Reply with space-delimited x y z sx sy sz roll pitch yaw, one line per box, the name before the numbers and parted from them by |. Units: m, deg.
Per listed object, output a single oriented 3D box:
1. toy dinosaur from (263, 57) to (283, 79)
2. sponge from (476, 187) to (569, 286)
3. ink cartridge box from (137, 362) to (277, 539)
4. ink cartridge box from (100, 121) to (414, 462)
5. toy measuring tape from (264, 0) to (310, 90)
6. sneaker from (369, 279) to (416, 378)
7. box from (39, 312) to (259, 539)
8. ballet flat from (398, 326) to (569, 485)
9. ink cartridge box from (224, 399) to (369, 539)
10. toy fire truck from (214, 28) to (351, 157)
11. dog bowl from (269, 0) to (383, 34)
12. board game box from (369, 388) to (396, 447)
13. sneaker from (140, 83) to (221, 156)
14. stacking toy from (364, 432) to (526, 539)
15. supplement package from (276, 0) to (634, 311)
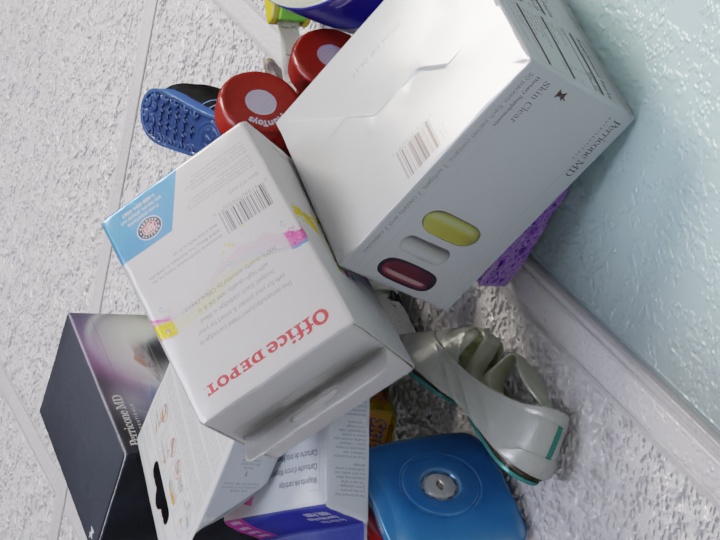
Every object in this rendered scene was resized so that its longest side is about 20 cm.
toy dinosaur | -0.067 -0.090 1.896 0.106 0.060 0.202 144 134 -73
sponge | 0.091 -0.100 1.588 0.112 0.030 0.201 -61 37 42
ink cartridge box | -0.113 0.120 1.654 0.163 0.057 0.201 -108 29 -44
ink cartridge box | -0.065 0.027 1.483 0.128 0.125 0.201 -33 65 10
toy measuring tape | -0.052 -0.233 1.843 0.074 0.073 0.202 -41 53 56
sneaker | 0.000 0.000 1.709 0.199 0.079 0.131 -125 35 -65
box | -0.156 0.142 1.885 0.200 0.197 0.124 59 139 47
ballet flat | 0.091 0.081 1.553 0.200 0.069 0.070 44 127 51
ink cartridge box | -0.050 0.139 1.610 0.196 0.043 0.202 157 118 -62
toy fire truck | -0.022 -0.080 1.654 0.168 0.200 0.112 43 143 17
dog bowl | -0.006 -0.290 1.669 0.199 0.078 0.202 -13 71 42
board game box | -0.001 0.125 1.703 0.200 0.030 0.096 -116 35 -69
sneaker | -0.097 -0.107 1.813 0.200 0.078 0.071 35 123 33
stacking toy | 0.043 0.227 1.610 0.201 0.109 0.116 101 152 -42
supplement package | 0.062 -0.104 1.485 0.200 0.110 0.156 -47 44 24
